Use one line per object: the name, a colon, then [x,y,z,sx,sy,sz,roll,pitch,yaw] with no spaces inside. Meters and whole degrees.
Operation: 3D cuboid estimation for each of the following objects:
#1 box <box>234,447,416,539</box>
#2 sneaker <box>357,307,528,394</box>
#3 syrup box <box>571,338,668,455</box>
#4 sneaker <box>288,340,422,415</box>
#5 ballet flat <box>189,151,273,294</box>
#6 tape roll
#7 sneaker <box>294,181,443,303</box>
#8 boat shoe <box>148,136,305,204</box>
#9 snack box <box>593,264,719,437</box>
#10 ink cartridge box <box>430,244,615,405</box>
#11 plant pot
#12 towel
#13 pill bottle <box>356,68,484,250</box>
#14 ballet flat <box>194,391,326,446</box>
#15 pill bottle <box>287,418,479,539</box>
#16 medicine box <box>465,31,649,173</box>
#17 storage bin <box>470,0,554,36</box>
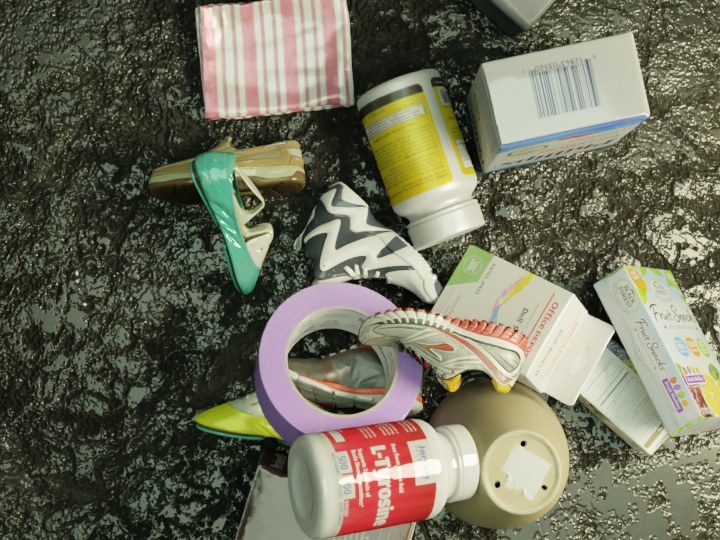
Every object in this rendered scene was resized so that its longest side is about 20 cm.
box: [-0.049,0.331,1.434,0.197,0.166,0.167,18,89,0]
sneaker: [0.090,0.093,1.369,0.197,0.078,0.084,10,80,16]
syrup box: [0.303,0.134,1.487,0.199,0.079,0.082,40,88,1]
sneaker: [-0.015,0.127,1.499,0.196,0.077,0.083,13,69,-6]
ballet flat: [-0.145,-0.057,1.457,0.069,0.068,0.202,-13,122,9]
tape roll: [-0.027,0.119,1.425,0.196,0.066,0.203,4,64,-8]
sneaker: [0.000,0.000,1.491,0.199,0.079,0.130,43,90,1]
boat shoe: [-0.170,-0.132,1.507,0.196,0.072,0.078,-4,73,-8]
snack box: [0.372,0.095,1.430,0.053,0.141,0.202,-35,66,29]
ink cartridge box: [0.191,0.065,1.431,0.198,0.067,0.118,27,82,34]
plant pot: [0.175,0.227,1.419,0.184,0.200,0.191,0,87,-3]
towel: [-0.108,-0.274,1.521,0.196,0.030,0.149,-6,92,-1]
pill bottle: [0.078,-0.136,1.478,0.113,0.114,0.203,-19,88,-1]
ballet flat: [-0.106,0.185,1.489,0.197,0.067,0.068,15,95,-6]
pill bottle: [0.027,0.226,1.318,0.197,0.112,0.114,-5,88,-24]
medicine box: [0.232,-0.198,1.438,0.179,0.200,0.105,-12,86,-1]
storage bin: [0.208,-0.400,1.485,0.134,0.146,0.200,42,88,-9]
